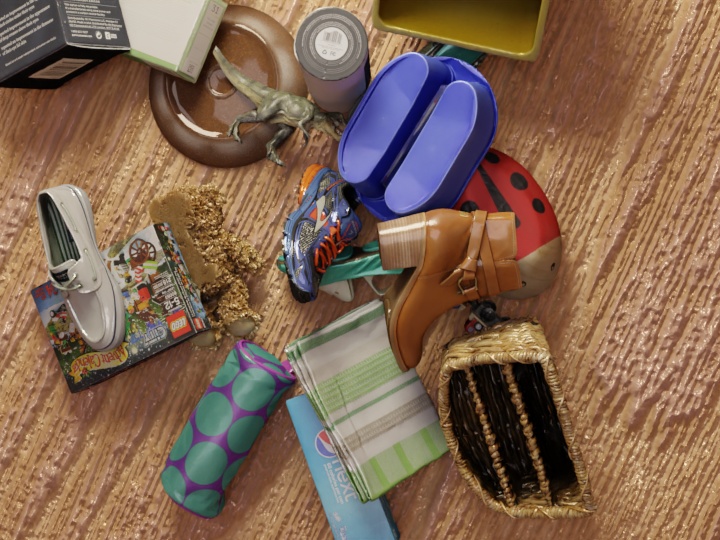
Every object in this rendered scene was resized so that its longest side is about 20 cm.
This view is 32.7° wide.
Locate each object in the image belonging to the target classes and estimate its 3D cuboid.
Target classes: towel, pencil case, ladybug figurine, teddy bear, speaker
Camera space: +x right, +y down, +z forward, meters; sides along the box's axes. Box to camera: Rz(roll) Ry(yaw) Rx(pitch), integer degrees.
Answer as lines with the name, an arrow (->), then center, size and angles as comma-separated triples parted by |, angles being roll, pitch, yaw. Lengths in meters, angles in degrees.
towel -> 0.015, 0.146, 1.413 | 0.149, 0.031, 0.201 | -26, 87, -33
pencil case -> -0.155, 0.186, 1.446 | 0.085, 0.092, 0.201 | 35, 96, 42
ladybug figurine -> 0.157, -0.062, 1.413 | 0.135, 0.072, 0.201 | -33, 83, -10
teddy bear -> -0.185, -0.003, 1.472 | 0.145, 0.067, 0.201 | -34, 85, 23
speaker -> -0.029, -0.233, 1.388 | 0.080, 0.200, 0.082 | 0, 87, 2

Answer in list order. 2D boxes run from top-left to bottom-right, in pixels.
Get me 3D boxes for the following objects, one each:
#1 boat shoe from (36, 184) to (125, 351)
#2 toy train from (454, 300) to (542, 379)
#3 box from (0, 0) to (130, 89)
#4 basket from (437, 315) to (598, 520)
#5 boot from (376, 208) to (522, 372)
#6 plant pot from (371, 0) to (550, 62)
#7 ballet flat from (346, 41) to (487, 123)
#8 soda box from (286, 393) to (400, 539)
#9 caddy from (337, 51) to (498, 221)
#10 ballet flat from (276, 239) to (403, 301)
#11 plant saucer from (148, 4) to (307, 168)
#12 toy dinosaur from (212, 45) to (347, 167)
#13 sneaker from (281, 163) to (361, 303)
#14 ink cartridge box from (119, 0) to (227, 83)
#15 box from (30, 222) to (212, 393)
boat shoe -> -0.334, 0.000, 1.420 | 0.073, 0.067, 0.201 | -22, 85, 24
toy train -> 0.145, 0.063, 1.420 | 0.200, 0.034, 0.046 | 42, 110, -8
box -> -0.377, -0.333, 1.456 | 0.147, 0.104, 0.202 | -16, 86, 35
basket -> 0.161, 0.172, 1.352 | 0.142, 0.149, 0.201 | -16, 105, 6
boot -> 0.102, 0.024, 1.357 | 0.153, 0.074, 0.201 | -6, 125, -1
plant pot -> 0.134, -0.385, 1.368 | 0.193, 0.196, 0.201 | 14, 47, 7
ballet flat -> 0.068, -0.219, 1.444 | 0.199, 0.074, 0.074 | -35, 84, 5
soda box -> -0.019, 0.234, 1.438 | 0.067, 0.064, 0.201 | -21, 86, 5
caddy -> 0.065, -0.147, 1.372 | 0.141, 0.105, 0.201 | 34, 98, 18
ballet flat -> 0.000, 0.000, 1.446 | 0.198, 0.067, 0.071 | -11, 104, 9
plant saucer -> -0.164, -0.226, 1.487 | 0.199, 0.037, 0.202 | 0, 87, 6
toy dinosaur -> -0.105, -0.179, 1.441 | 0.199, 0.047, 0.089 | 29, 92, 12
sneaker -> -0.040, -0.047, 1.399 | 0.078, 0.076, 0.201 | 2, 50, 14
ink cartridge box -> -0.221, -0.340, 1.465 | 0.145, 0.048, 0.201 | 24, 91, 32
box -> -0.287, 0.046, 1.461 | 0.199, 0.038, 0.137 | -26, 84, 24
